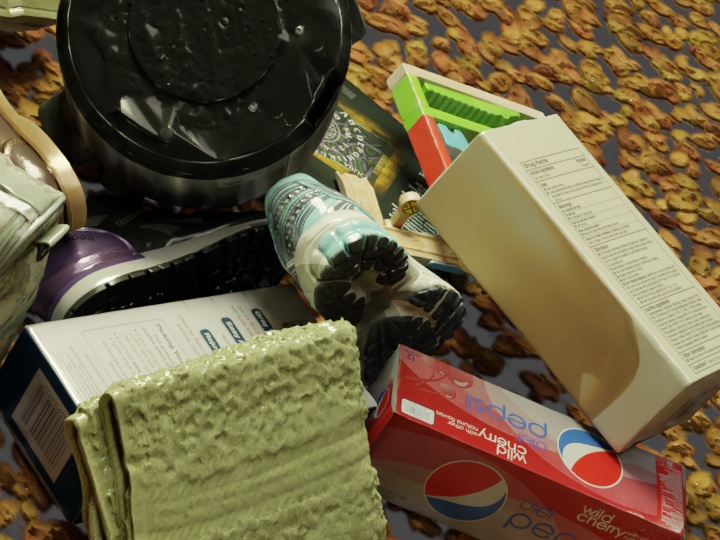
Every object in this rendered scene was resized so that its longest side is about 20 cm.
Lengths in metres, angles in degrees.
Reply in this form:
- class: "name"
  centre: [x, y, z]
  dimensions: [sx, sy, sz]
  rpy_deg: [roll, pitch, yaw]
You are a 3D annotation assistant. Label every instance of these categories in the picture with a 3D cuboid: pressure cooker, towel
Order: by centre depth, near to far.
- class: "towel"
  centre: [-0.069, 0.111, 1.464]
  dimensions: [0.200, 0.036, 0.149]
  rpy_deg: [-18, 105, -41]
- class: "pressure cooker"
  centre: [-0.097, -0.125, 1.636]
  dimensions: [0.176, 0.179, 0.200]
  rpy_deg: [19, -8, 0]

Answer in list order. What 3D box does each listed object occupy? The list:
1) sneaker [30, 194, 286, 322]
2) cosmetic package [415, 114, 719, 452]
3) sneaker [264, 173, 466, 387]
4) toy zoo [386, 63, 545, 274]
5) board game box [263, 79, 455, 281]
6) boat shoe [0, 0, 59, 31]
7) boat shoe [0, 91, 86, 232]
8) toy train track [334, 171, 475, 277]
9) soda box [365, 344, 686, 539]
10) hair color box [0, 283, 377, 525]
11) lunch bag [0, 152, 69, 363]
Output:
- class: "sneaker"
  centre: [-0.121, -0.019, 1.613]
  dimensions: [0.200, 0.076, 0.088]
  rpy_deg: [-13, 51, -46]
- class: "cosmetic package"
  centre: [0.137, 0.005, 1.658]
  dimensions: [0.200, 0.071, 0.105]
  rpy_deg: [52, 30, 15]
- class: "sneaker"
  centre: [0.000, 0.000, 1.613]
  dimensions: [0.086, 0.078, 0.200]
  rpy_deg: [50, -4, 29]
- class: "toy zoo"
  centre: [0.098, -0.043, 1.766]
  dimensions: [0.131, 0.020, 0.200]
  rpy_deg: [16, 39, -37]
- class: "board game box"
  centre: [-0.011, -0.068, 1.787]
  dimensions: [0.200, 0.028, 0.135]
  rpy_deg: [39, 37, 6]
- class: "boat shoe"
  centre: [-0.258, -0.176, 1.652]
  dimensions: [0.200, 0.068, 0.075]
  rpy_deg: [14, 65, -55]
- class: "boat shoe"
  centre: [-0.233, -0.076, 1.574]
  dimensions: [0.070, 0.071, 0.200]
  rpy_deg: [-23, 41, -23]
- class: "toy train track"
  centre: [0.048, -0.021, 1.730]
  dimensions: [0.200, 0.033, 0.115]
  rpy_deg: [12, 42, -30]
- class: "soda box"
  centre: [0.093, 0.122, 1.618]
  dimensions: [0.200, 0.070, 0.063]
  rpy_deg: [24, 37, -14]
- class: "hair color box"
  centre: [-0.098, 0.073, 1.534]
  dimensions: [0.200, 0.061, 0.100]
  rpy_deg: [-9, 54, -43]
- class: "lunch bag"
  centre: [-0.262, -0.030, 1.432]
  dimensions: [0.200, 0.168, 0.139]
  rpy_deg: [37, 36, 4]
